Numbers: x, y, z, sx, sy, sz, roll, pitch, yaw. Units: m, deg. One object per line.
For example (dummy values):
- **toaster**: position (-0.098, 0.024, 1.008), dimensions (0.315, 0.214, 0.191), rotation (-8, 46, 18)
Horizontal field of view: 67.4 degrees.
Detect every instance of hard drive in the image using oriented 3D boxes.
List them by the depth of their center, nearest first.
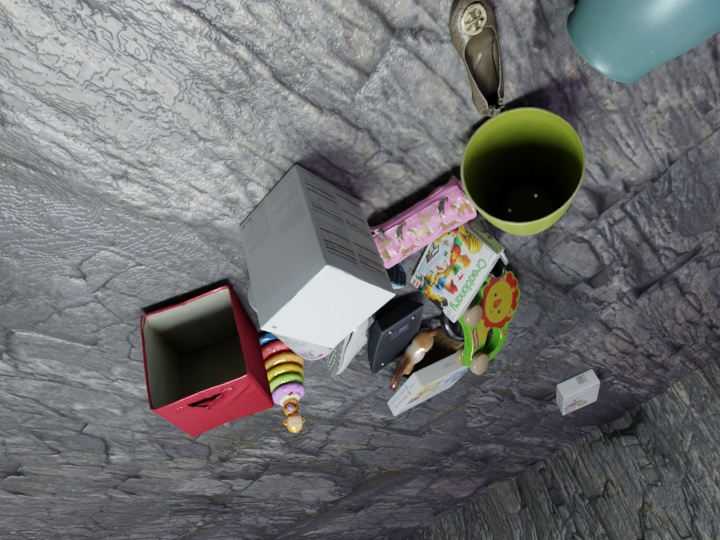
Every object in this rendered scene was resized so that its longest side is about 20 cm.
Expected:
- **hard drive**: position (0.074, 0.147, 1.216), dimensions (0.133, 0.042, 0.202), rotation (-30, 152, -23)

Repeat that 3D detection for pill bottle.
- **pill bottle**: position (-0.119, 0.077, 1.000), dimensions (0.112, 0.115, 0.201), rotation (-26, 144, 6)

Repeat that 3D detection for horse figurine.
- **horse figurine**: position (0.134, 0.195, 1.275), dimensions (0.201, 0.050, 0.132), rotation (-49, 163, 1)

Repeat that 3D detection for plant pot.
- **plant pot**: position (0.368, -0.352, 0.671), dimensions (0.196, 0.204, 0.188), rotation (-3, 156, -23)
- **plant pot**: position (0.274, -0.137, 0.910), dimensions (0.185, 0.190, 0.200), rotation (-29, 159, 10)

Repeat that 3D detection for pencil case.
- **pencil case**: position (0.106, -0.084, 0.946), dimensions (0.197, 0.084, 0.087), rotation (-30, -174, 10)

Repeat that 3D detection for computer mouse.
- **computer mouse**: position (0.248, 0.133, 1.280), dimensions (0.198, 0.142, 0.052), rotation (22, 161, -37)

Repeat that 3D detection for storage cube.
- **storage cube**: position (-0.270, 0.169, 0.970), dimensions (0.167, 0.203, 0.181), rotation (-19, 150, -4)

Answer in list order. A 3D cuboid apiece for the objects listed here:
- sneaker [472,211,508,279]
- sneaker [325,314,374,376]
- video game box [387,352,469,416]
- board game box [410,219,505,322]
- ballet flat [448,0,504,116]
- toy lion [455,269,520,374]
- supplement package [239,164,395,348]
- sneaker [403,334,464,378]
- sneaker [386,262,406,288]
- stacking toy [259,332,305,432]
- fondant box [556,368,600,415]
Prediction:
- **sneaker**: position (0.252, -0.016, 1.076), dimensions (0.074, 0.117, 0.201), rotation (-26, 143, 6)
- **sneaker**: position (-0.026, 0.166, 1.199), dimensions (0.079, 0.077, 0.202), rotation (-11, 145, -30)
- **video game box**: position (0.180, 0.274, 1.344), dimensions (0.197, 0.047, 0.183), rotation (-18, 156, -31)
- **board game box**: position (0.180, -0.008, 1.041), dimensions (0.034, 0.126, 0.202), rotation (-30, 153, -38)
- **ballet flat**: position (0.170, -0.289, 0.751), dimensions (0.066, 0.047, 0.201), rotation (-26, 143, 5)
- **toy lion**: position (0.289, 0.102, 1.214), dimensions (0.189, 0.068, 0.204), rotation (-27, 118, -28)
- **supplement package**: position (-0.071, -0.018, 0.832), dimensions (0.151, 0.203, 0.149), rotation (-41, 140, 25)
- **sneaker**: position (0.194, 0.208, 1.378), dimensions (0.199, 0.068, 0.089), rotation (-39, 154, 15)
- **sneaker**: position (0.000, 0.000, 1.016), dimensions (0.197, 0.076, 0.086), rotation (17, 139, -34)
- **stacking toy**: position (-0.153, 0.233, 1.102), dimensions (0.114, 0.203, 0.111), rotation (0, 140, -25)
- **fondant box**: position (0.801, 0.453, 1.997), dimensions (0.142, 0.059, 0.201), rotation (-25, 143, 3)
